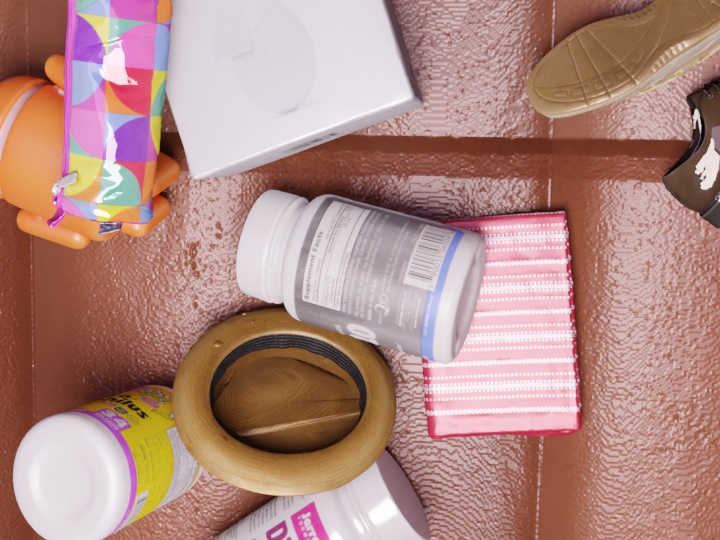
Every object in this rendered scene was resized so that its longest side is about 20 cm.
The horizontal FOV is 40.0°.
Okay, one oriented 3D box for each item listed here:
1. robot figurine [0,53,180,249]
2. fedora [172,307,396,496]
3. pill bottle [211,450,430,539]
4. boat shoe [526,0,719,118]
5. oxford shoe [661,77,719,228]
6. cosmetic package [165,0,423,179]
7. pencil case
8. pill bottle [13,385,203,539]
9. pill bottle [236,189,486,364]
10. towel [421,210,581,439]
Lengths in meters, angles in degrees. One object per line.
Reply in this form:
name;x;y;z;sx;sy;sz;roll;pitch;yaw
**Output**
robot figurine;-0.262;-0.102;0.881;0.197;0.144;0.118;23;64;4
fedora;-0.068;0.127;0.880;0.197;0.203;0.082;18;142;5
pill bottle;-0.043;0.251;0.890;0.198;0.113;0.114;-34;91;9
boat shoe;0.237;-0.179;0.833;0.197;0.069;0.075;-25;68;14
oxford shoe;0.322;-0.143;0.826;0.084;0.073;0.202;32;98;5
cosmetic package;-0.071;-0.206;0.842;0.196;0.123;0.204;-18;94;9
pencil case;-0.194;-0.131;0.769;0.087;0.088;0.204;9;100;6
pill bottle;-0.198;0.158;0.851;0.102;0.200;0.107;1;93;18
pill bottle;0.000;0.000;0.852;0.197;0.114;0.116;15;98;16
towel;0.123;0.053;0.896;0.142;0.022;0.204;-4;93;10
